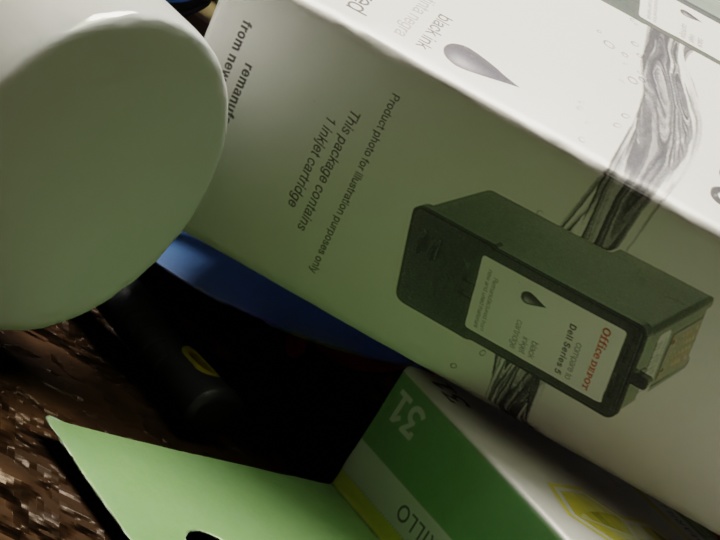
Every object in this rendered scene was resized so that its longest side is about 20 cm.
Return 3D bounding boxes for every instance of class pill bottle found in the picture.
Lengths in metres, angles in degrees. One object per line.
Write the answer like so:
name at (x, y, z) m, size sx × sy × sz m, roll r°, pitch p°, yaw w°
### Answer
pill bottle at (-0.127, -0.077, 0.596) m, size 0.200 × 0.115 × 0.114 m, roll 41°, pitch 16°, yaw 33°

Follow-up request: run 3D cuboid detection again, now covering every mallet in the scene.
mallet at (-0.087, -0.019, 0.671) m, size 0.200 × 0.041 × 0.066 m, roll 46°, pitch 16°, yaw 30°

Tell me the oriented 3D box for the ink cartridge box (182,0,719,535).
ink cartridge box at (0.061, -0.030, 0.640) m, size 0.199 × 0.084 × 0.146 m, roll 29°, pitch 33°, yaw 4°

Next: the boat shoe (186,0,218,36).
boat shoe at (-0.085, -0.083, 0.754) m, size 0.198 × 0.074 × 0.063 m, roll 13°, pitch 25°, yaw 15°

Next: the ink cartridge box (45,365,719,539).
ink cartridge box at (0.037, 0.080, 0.563) m, size 0.199 × 0.048 × 0.146 m, roll 23°, pitch 16°, yaw -44°

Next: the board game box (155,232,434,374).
board game box at (0.000, 0.000, 0.764) m, size 0.157 × 0.039 × 0.200 m, roll 29°, pitch 27°, yaw 24°

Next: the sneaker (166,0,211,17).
sneaker at (-0.040, -0.124, 0.722) m, size 0.198 × 0.073 × 0.112 m, roll -9°, pitch 43°, yaw -23°

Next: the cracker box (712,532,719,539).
cracker box at (0.161, 0.028, 0.759) m, size 0.133 × 0.058 × 0.201 m, roll 29°, pitch 57°, yaw -13°
